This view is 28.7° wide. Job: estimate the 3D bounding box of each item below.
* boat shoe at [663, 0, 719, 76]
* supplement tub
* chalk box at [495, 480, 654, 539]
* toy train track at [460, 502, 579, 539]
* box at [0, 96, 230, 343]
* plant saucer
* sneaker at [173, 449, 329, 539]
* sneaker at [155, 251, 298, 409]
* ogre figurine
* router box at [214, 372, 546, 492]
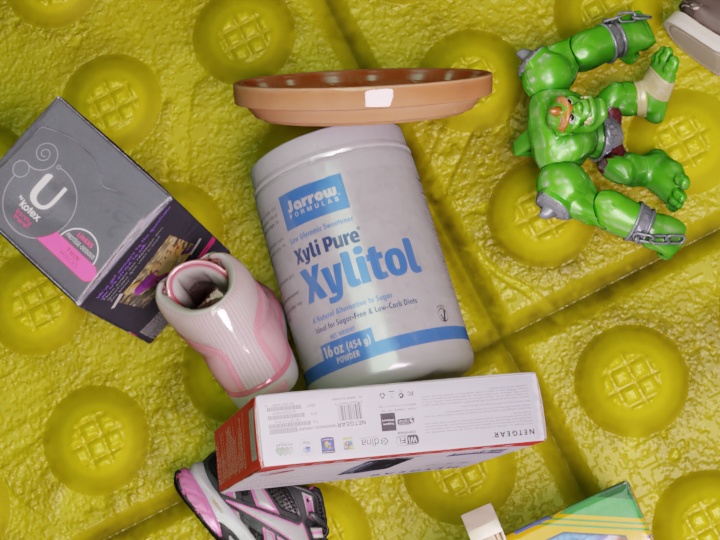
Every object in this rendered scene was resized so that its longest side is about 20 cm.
[{"bbox_3d":[0.336,-0.159,1.110,0.200,0.072,0.060,39,89,18],"label":"boat shoe"},{"bbox_3d":[0.000,0.000,1.087,0.132,0.132,0.200,-18,78,3],"label":"supplement tub"},{"bbox_3d":[0.127,0.251,1.025,0.200,0.125,0.124,-24,77,1],"label":"chalk box"},{"bbox_3d":[0.117,0.254,0.947,0.115,0.033,0.200,-24,79,2],"label":"toy train track"},{"bbox_3d":[-0.195,-0.031,1.081,0.122,0.200,0.106,40,86,13],"label":"box"},{"bbox_3d":[0.002,-0.135,1.086,0.200,0.200,0.032,-1,102,7],"label":"plant saucer"},{"bbox_3d":[-0.053,0.209,1.083,0.086,0.080,0.200,-39,83,-13],"label":"sneaker"},{"bbox_3d":[-0.107,0.021,1.057,0.075,0.200,0.105,-33,114,-3],"label":"sneaker"},{"bbox_3d":[0.188,-0.107,1.108,0.120,0.098,0.200,-3,94,-12],"label":"ogre figurine"},{"bbox_3d":[0.008,0.118,1.009,0.200,0.179,0.049,-4,77,-15],"label":"router box"}]
